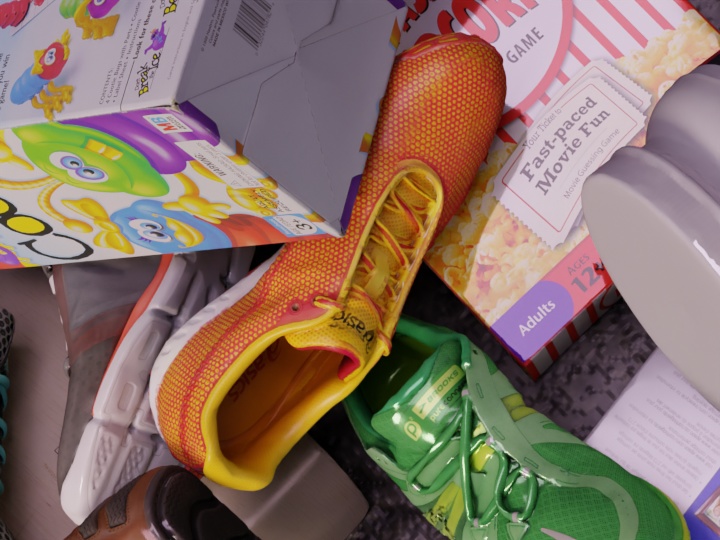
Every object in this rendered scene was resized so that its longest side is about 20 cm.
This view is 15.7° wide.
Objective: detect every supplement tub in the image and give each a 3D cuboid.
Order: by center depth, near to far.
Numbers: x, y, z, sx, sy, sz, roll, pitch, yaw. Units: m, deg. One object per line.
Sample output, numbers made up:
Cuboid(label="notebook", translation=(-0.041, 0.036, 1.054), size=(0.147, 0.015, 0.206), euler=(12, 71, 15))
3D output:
Cuboid(label="supplement tub", translation=(0.196, -0.043, 0.966), size=(0.200, 0.140, 0.140), euler=(-36, 69, -11))

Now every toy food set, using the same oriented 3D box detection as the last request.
Cuboid(label="toy food set", translation=(-0.113, 0.084, 1.104), size=(0.144, 0.060, 0.200), euler=(-44, 70, -9))

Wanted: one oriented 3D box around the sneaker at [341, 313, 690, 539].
Cuboid(label="sneaker", translation=(0.045, 0.075, 1.005), size=(0.074, 0.084, 0.200), euler=(-53, 44, -1))

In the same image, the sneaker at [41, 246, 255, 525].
Cuboid(label="sneaker", translation=(-0.093, 0.014, 1.069), size=(0.082, 0.077, 0.200), euler=(0, 62, 33))

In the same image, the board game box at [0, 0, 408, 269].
Cuboid(label="board game box", translation=(-0.099, -0.072, 1.004), size=(0.200, 0.103, 0.105), euler=(-4, 60, 39))

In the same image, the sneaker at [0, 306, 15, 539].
Cuboid(label="sneaker", translation=(-0.172, 0.052, 1.055), size=(0.091, 0.078, 0.200), euler=(-34, 69, -9))

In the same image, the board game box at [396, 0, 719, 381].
Cuboid(label="board game box", translation=(0.057, -0.079, 1.075), size=(0.151, 0.046, 0.200), euler=(-44, 76, -1))

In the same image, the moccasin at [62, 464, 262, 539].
Cuboid(label="moccasin", translation=(-0.036, 0.165, 1.010), size=(0.078, 0.201, 0.074), euler=(-37, 23, 29))

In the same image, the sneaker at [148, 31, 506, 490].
Cuboid(label="sneaker", translation=(0.000, 0.000, 0.999), size=(0.200, 0.073, 0.077), euler=(-57, 36, 2))

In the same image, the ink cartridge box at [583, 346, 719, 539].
Cuboid(label="ink cartridge box", translation=(0.119, 0.108, 1.031), size=(0.095, 0.037, 0.200), euler=(38, 88, 22))
